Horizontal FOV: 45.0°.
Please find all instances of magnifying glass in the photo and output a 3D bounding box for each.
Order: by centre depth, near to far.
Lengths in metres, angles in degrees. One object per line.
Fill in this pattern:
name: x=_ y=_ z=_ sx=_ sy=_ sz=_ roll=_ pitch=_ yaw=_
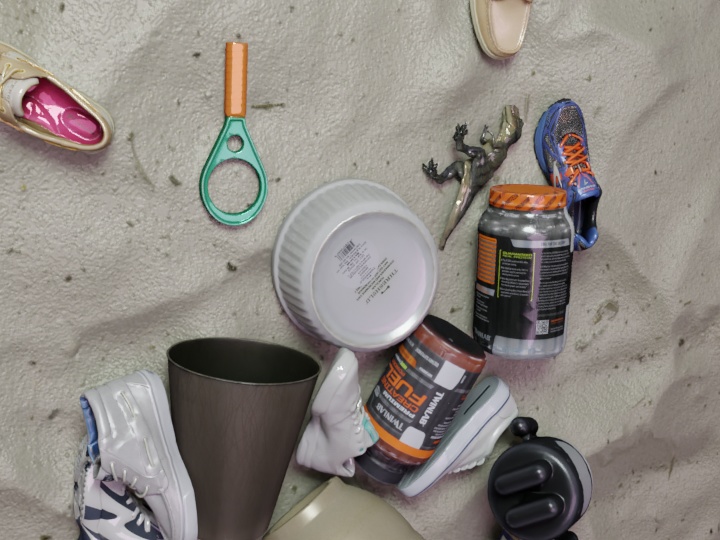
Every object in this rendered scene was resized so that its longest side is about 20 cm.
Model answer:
magnifying glass: x=-0.142 y=-0.152 z=0.983 sx=0.078 sy=0.022 sz=0.205 roll=-2 pitch=102 yaw=-20

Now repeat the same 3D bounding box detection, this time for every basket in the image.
basket: x=-0.145 y=0.197 z=1.008 sx=0.176 sy=0.136 sz=0.204 roll=5 pitch=105 yaw=-16

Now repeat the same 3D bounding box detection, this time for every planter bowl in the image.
planter bowl: x=-0.036 y=0.341 z=1.060 sx=0.199 sy=0.200 sz=0.136 roll=-38 pitch=86 yaw=-7

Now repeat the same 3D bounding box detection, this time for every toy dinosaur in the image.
toy dinosaur: x=0.131 y=-0.128 z=1.077 sx=0.087 sy=0.047 sz=0.202 roll=31 pitch=94 yaw=-30

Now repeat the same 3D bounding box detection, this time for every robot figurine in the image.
robot figurine: x=0.238 y=0.281 z=1.135 sx=0.199 sy=0.123 sz=0.153 roll=14 pitch=94 yaw=-65

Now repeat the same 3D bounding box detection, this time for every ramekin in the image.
ramekin: x=0.000 y=0.000 z=1.025 sx=0.196 sy=0.105 sz=0.205 roll=-5 pitch=105 yaw=-18

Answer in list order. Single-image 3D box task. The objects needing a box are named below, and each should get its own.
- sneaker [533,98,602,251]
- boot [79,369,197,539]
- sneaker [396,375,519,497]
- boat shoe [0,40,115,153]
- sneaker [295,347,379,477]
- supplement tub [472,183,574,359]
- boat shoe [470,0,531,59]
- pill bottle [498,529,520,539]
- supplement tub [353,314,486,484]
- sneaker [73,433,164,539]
sneaker: x=0.275 y=-0.118 z=1.111 sx=0.074 sy=0.078 sz=0.204 roll=-17 pitch=108 yaw=-16
boot: x=-0.247 y=0.217 z=0.948 sx=0.094 sy=0.073 sz=0.204 roll=-14 pitch=85 yaw=-40
sneaker: x=0.135 y=0.233 z=1.146 sx=0.199 sy=0.073 sz=0.071 roll=-42 pitch=108 yaw=-7
boat shoe: x=-0.339 y=-0.180 z=0.877 sx=0.197 sy=0.069 sz=0.075 roll=24 pitch=94 yaw=-23
sneaker: x=-0.015 y=0.172 z=1.021 sx=0.087 sy=0.076 sz=0.202 roll=24 pitch=135 yaw=7
supplement tub: x=0.204 y=-0.001 z=1.089 sx=0.120 sy=0.122 sz=0.205 roll=-3 pitch=104 yaw=-19
boat shoe: x=0.174 y=-0.352 z=1.015 sx=0.072 sy=0.069 sz=0.205 roll=-6 pitch=105 yaw=-18
pill bottle: x=0.217 y=0.451 z=1.208 sx=0.109 sy=0.111 sz=0.203 roll=22 pitch=94 yaw=-23
supplement tub: x=0.067 y=0.164 z=1.080 sx=0.105 sy=0.107 sz=0.203 roll=23 pitch=103 yaw=-23
sneaker: x=-0.264 y=0.278 z=1.013 sx=0.127 sy=0.079 sz=0.204 roll=1 pitch=96 yaw=-27
